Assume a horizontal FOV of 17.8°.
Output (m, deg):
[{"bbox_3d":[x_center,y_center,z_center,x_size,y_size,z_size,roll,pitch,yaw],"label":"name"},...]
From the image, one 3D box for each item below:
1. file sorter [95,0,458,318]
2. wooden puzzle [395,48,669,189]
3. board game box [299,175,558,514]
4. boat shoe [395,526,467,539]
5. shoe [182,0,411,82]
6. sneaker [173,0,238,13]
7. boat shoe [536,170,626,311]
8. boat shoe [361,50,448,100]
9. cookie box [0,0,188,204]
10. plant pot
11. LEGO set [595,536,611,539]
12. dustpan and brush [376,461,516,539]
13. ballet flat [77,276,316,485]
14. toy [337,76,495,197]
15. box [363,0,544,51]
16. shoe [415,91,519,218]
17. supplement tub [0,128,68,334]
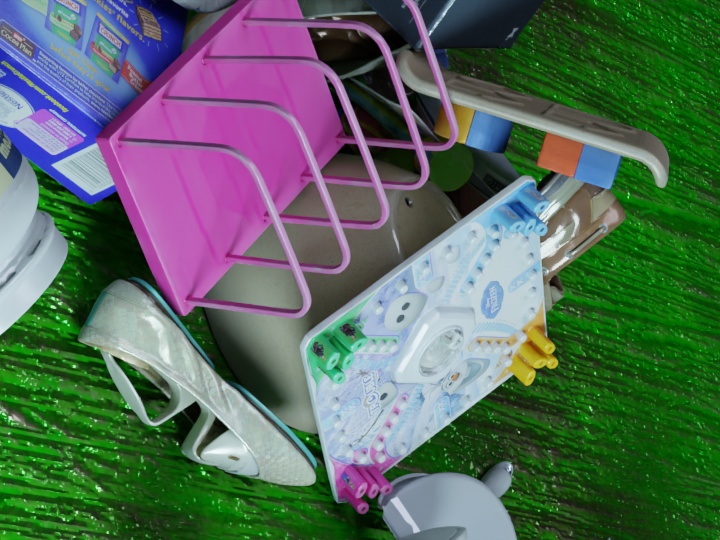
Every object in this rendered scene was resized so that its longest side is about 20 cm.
[{"bbox_3d":[-0.043,-0.081,1.475,0.200,0.125,0.140,-49,131,-37],"label":"file sorter"},{"bbox_3d":[0.120,-0.099,1.611,0.199,0.047,0.185,22,10,5],"label":"wooden puzzle"},{"bbox_3d":[0.055,0.056,1.573,0.199,0.026,0.201,-36,147,-18],"label":"board game box"},{"bbox_3d":[0.009,0.237,1.543,0.200,0.074,0.061,-34,105,-45],"label":"boat shoe"},{"bbox_3d":[-0.037,-0.168,1.647,0.198,0.053,0.071,-12,110,-21],"label":"shoe"},{"bbox_3d":[-0.153,-0.226,1.478,0.199,0.077,0.082,21,29,-50],"label":"sneaker"},{"bbox_3d":[0.119,0.005,1.720,0.072,0.200,0.076,41,22,-3],"label":"boat shoe"},{"bbox_3d":[-0.006,-0.225,1.786,0.072,0.072,0.201,-10,75,-54],"label":"boat shoe"},{"bbox_3d":[-0.195,-0.176,1.500,0.171,0.075,0.201,38,44,-36],"label":"cookie box"},{"bbox_3d":[0.000,0.000,1.618,0.200,0.134,0.202,29,51,-42],"label":"plant pot"},{"bbox_3d":[0.209,0.314,1.786,0.154,0.115,0.202,67,23,-62],"label":"LEGO set"},{"bbox_3d":[0.081,0.189,1.706,0.140,0.057,0.200,58,42,-8],"label":"dustpan and brush"},{"bbox_3d":[-0.110,0.088,1.500,0.200,0.067,0.062,47,68,-22],"label":"ballet flat"},{"bbox_3d":[0.018,-0.097,1.705,0.115,0.200,0.047,42,84,-31],"label":"toy"},{"bbox_3d":[0.035,-0.258,1.628,0.200,0.107,0.148,45,23,17],"label":"box"},{"bbox_3d":[0.062,-0.080,1.808,0.071,0.091,0.200,30,19,-26],"label":"shoe"},{"bbox_3d":[-0.269,-0.052,1.270,0.200,0.144,0.145,52,37,-21],"label":"supplement tub"}]
